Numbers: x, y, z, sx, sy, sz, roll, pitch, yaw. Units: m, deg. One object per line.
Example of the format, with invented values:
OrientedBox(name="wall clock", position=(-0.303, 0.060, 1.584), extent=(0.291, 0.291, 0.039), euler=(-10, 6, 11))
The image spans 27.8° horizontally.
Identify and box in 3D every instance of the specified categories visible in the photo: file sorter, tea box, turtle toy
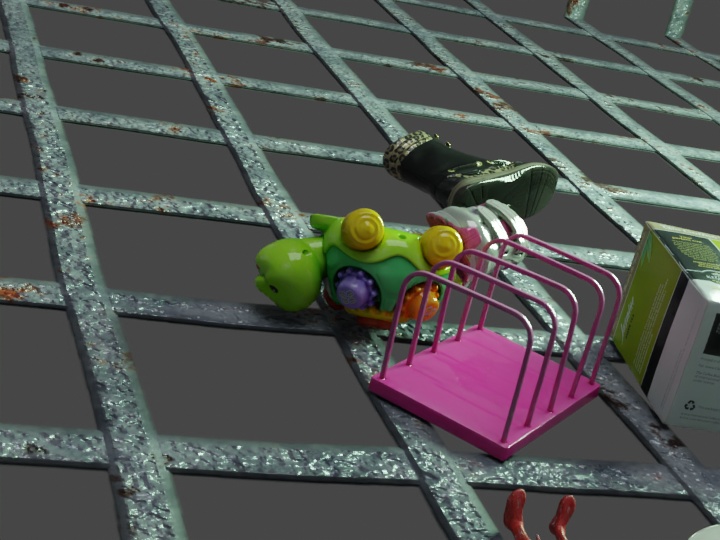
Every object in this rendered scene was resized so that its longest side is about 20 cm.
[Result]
OrientedBox(name="file sorter", position=(0.128, 0.055, 1.284), extent=(0.138, 0.126, 0.199), euler=(25, 24, 26))
OrientedBox(name="tea box", position=(0.374, 0.062, 1.415), extent=(0.198, 0.135, 0.197), euler=(11, 23, -11))
OrientedBox(name="turtle toy", position=(0.000, 0.000, 1.362), extent=(0.198, 0.102, 0.146), euler=(11, -5, -10))

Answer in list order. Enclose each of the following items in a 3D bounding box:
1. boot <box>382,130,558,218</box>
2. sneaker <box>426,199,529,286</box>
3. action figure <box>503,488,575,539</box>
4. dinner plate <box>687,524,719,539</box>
OrientedBox(name="boot", position=(0.136, -0.119, 1.793), extent=(0.199, 0.074, 0.150), euler=(-15, 36, -42))
OrientedBox(name="sneaker", position=(0.121, -0.035, 1.446), extent=(0.088, 0.082, 0.200), euler=(-25, -3, 4))
OrientedBox(name="action figure", position=(0.146, 0.219, 1.008), extent=(0.065, 0.052, 0.200), euler=(13, 24, -14))
OrientedBox(name="dinner plate", position=(0.343, 0.244, 1.106), extent=(0.198, 0.024, 0.200), euler=(12, 22, -5))
